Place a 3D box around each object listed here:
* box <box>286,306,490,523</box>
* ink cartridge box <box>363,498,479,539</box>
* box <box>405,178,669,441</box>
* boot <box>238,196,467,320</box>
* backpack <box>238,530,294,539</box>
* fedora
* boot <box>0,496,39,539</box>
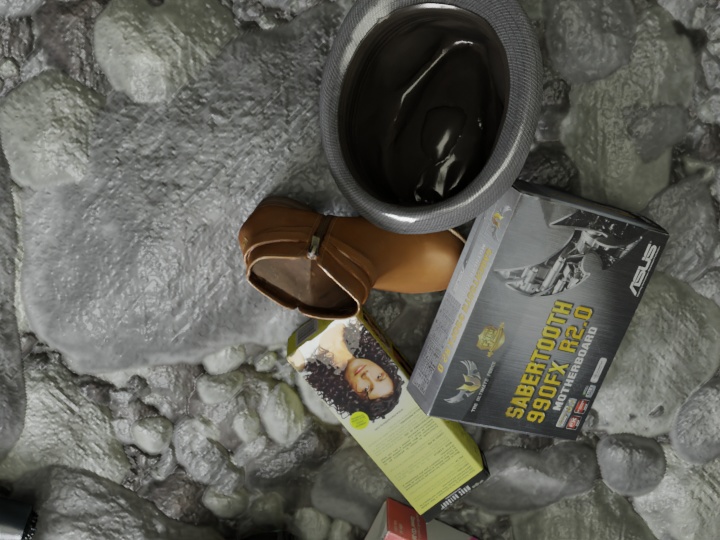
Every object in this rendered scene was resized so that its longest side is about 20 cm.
[{"bbox_3d":[0.025,0.119,1.099,0.075,0.050,0.200,-38,106,10],"label":"box"},{"bbox_3d":[0.087,0.306,1.150,0.198,0.068,0.117,25,105,-8],"label":"ink cartridge box"},{"bbox_3d":[0.145,0.034,1.049,0.157,0.048,0.202,13,108,-29],"label":"box"},{"bbox_3d":[0.000,0.000,1.003,0.198,0.155,0.075,9,108,-5],"label":"boot"},{"bbox_3d":[-0.137,0.330,1.098,0.198,0.176,0.155,-15,104,7],"label":"backpack"},{"bbox_3d":[0.060,-0.125,0.984,0.175,0.090,0.202,7,88,20],"label":"fedora"},{"bbox_3d":[-0.387,0.267,1.118,0.167,0.077,0.202,24,106,-10],"label":"boot"}]
